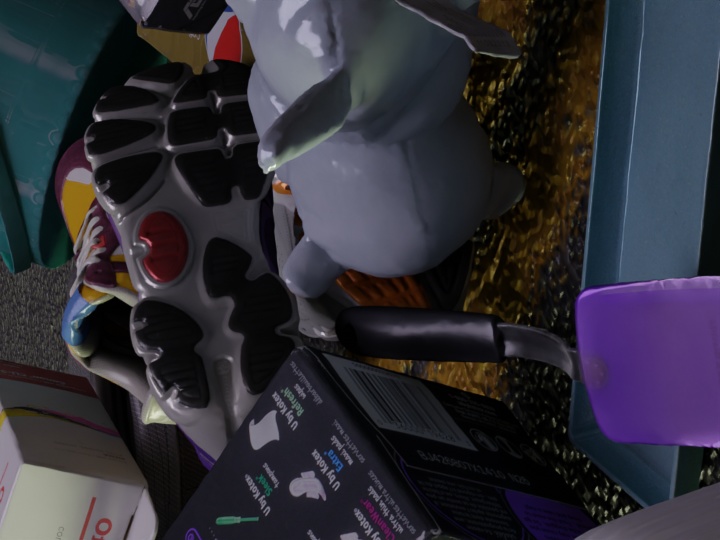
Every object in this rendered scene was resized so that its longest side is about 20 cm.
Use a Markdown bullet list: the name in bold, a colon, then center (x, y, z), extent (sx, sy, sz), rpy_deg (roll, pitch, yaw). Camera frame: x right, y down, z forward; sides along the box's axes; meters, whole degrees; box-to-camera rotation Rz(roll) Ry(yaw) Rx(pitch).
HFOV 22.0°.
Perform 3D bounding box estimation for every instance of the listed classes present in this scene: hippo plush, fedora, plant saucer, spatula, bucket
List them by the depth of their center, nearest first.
- **plant saucer**: center (0.100, -0.019, 0.615), extent (0.070, 0.019, 0.201), rpy_deg (-138, 44, -57)
- **spatula**: center (0.056, 0.027, 0.641), extent (0.200, 0.021, 0.057), rpy_deg (4, 109, 52)
- **hippo plush**: center (0.021, -0.080, 0.675), extent (0.200, 0.159, 0.161), rpy_deg (59, 173, 42)
- **fedora**: center (-0.098, 0.079, 1.024), extent (0.200, 0.090, 0.178), rpy_deg (-137, 44, -63)
- **bucket**: center (-0.203, -0.105, 1.057), extent (0.207, 0.134, 0.208), rpy_deg (22, -90, -84)

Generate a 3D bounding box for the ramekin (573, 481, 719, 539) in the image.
- **ramekin**: center (0.115, 0.153, 0.520), extent (0.200, 0.105, 0.201), rpy_deg (173, 90, -68)

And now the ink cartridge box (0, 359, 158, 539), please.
- **ink cartridge box**: center (-0.166, 0.132, 0.941), extent (0.200, 0.067, 0.117), rpy_deg (39, 113, 65)

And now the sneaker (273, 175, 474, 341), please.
- **sneaker**: center (0.000, 0.000, 0.808), extent (0.200, 0.075, 0.092), rpy_deg (-124, 26, -61)

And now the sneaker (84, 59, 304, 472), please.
- **sneaker**: center (-0.067, -0.002, 0.759), extent (0.084, 0.080, 0.201), rpy_deg (88, 175, -55)

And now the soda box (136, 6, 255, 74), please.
- **soda box**: center (-0.048, -0.121, 0.875), extent (0.200, 0.064, 0.068), rpy_deg (-138, 45, -58)

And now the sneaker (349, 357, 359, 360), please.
- **sneaker**: center (-0.014, 0.106, 0.868), extent (0.200, 0.078, 0.140), rpy_deg (18, 112, 55)

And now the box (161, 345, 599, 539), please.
- **box**: center (-0.013, 0.145, 0.695), extent (0.200, 0.122, 0.106), rpy_deg (-55, 45, 16)

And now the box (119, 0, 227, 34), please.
- **box**: center (-0.069, -0.225, 0.774), extent (0.161, 0.049, 0.200), rpy_deg (51, 120, 25)

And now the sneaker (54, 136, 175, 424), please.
- **sneaker**: center (-0.114, -0.001, 0.903), extent (0.200, 0.090, 0.075), rpy_deg (43, 131, 38)
